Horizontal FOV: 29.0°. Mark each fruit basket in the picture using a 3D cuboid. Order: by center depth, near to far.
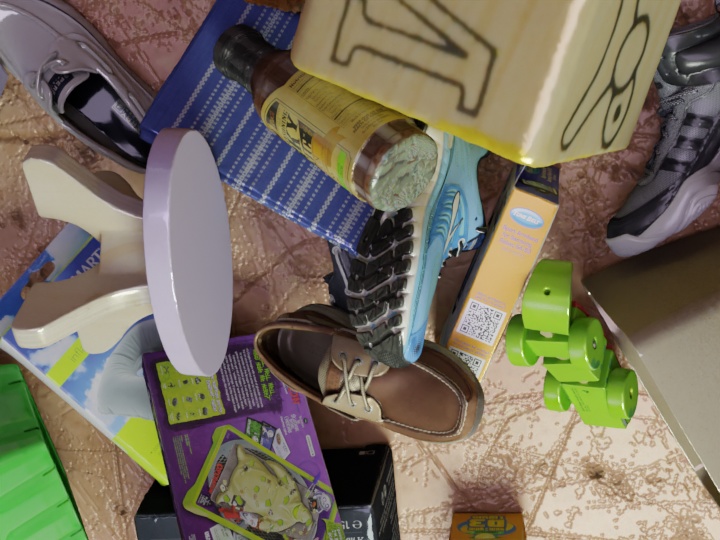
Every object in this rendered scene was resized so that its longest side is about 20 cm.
[{"bbox_3d":[-0.340,0.182,1.120,0.214,0.156,0.217,-17,138,-16],"label":"fruit basket"}]

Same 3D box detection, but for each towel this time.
[{"bbox_3d":[-0.051,-0.116,1.051,0.199,0.024,0.145,29,80,5],"label":"towel"}]

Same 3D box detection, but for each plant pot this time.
[{"bbox_3d":[0.299,0.064,1.011,0.176,0.200,0.201,-31,100,5],"label":"plant pot"}]

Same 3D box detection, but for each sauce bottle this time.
[{"bbox_3d":[-0.031,-0.113,0.974,0.200,0.064,0.065,39,114,38],"label":"sauce bottle"}]

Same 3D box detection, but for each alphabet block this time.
[{"bbox_3d":[0.099,-0.200,0.927,0.196,0.195,0.201,26,109,25],"label":"alphabet block"}]

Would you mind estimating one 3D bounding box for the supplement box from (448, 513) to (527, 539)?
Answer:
[{"bbox_3d":[0.108,0.306,1.170,0.066,0.069,0.202,1,108,7],"label":"supplement box"}]

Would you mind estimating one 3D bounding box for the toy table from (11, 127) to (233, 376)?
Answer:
[{"bbox_3d":[-0.167,-0.013,1.011,0.116,0.184,0.201,3,119,12],"label":"toy table"}]

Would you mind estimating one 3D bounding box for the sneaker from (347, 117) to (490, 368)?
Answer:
[{"bbox_3d":[0.055,-0.025,0.989,0.090,0.078,0.201,23,70,-27],"label":"sneaker"}]

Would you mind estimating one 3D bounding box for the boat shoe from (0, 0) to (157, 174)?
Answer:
[{"bbox_3d":[-0.220,-0.149,1.079,0.199,0.065,0.074,35,109,-3],"label":"boat shoe"}]

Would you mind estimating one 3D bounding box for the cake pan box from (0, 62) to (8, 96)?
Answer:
[{"bbox_3d":[-0.375,-0.087,1.051,0.198,0.185,0.052,-7,143,18],"label":"cake pan box"}]

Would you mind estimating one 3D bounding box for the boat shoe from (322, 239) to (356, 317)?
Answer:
[{"bbox_3d":[0.000,0.000,1.092,0.060,0.076,0.202,-6,94,9],"label":"boat shoe"}]

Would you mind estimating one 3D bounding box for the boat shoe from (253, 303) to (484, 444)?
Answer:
[{"bbox_3d":[0.000,0.079,1.016,0.199,0.072,0.076,17,104,40],"label":"boat shoe"}]

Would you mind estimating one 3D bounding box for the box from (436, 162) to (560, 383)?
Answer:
[{"bbox_3d":[0.104,-0.002,1.049,0.041,0.119,0.201,24,109,1],"label":"box"}]

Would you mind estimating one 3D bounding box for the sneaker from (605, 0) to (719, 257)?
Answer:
[{"bbox_3d":[0.231,-0.111,1.024,0.114,0.076,0.200,43,102,-5],"label":"sneaker"}]

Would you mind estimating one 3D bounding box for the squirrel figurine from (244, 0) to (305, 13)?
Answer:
[{"bbox_3d":[-0.092,-0.271,0.990,0.186,0.142,0.201,-31,98,22],"label":"squirrel figurine"}]

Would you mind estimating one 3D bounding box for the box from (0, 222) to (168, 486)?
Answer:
[{"bbox_3d":[-0.192,0.062,1.120,0.200,0.048,0.122,41,72,-5],"label":"box"}]

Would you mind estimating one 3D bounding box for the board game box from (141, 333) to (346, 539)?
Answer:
[{"bbox_3d":[-0.088,0.146,1.059,0.119,0.032,0.201,-11,63,-13],"label":"board game box"}]

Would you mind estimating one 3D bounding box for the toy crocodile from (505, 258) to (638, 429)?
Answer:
[{"bbox_3d":[0.164,0.063,1.052,0.067,0.062,0.200,1,149,32],"label":"toy crocodile"}]

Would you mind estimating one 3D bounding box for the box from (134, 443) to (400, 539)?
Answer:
[{"bbox_3d":[-0.066,0.261,1.155,0.195,0.118,0.202,-4,107,9],"label":"box"}]
